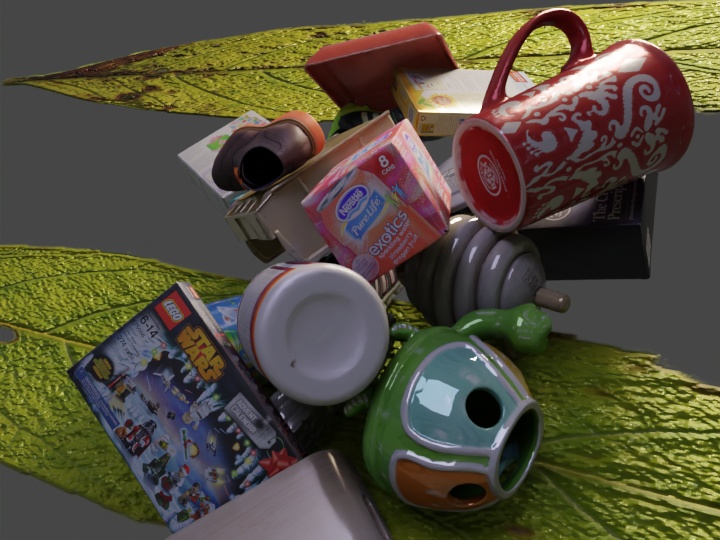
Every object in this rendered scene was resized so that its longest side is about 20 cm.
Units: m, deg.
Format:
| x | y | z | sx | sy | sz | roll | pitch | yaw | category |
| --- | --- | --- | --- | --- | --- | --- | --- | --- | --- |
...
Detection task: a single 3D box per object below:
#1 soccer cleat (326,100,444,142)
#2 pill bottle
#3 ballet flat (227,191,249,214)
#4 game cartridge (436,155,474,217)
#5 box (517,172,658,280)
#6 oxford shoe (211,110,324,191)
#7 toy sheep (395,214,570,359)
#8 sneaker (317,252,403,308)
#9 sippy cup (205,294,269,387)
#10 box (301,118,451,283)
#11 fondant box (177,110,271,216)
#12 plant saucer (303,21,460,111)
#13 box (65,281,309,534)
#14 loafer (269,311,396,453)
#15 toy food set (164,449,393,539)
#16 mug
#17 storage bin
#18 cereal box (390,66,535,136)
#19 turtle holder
| x | y | z | sx | sy | sz | roll | pitch | yaw | category |
| --- | --- | --- | --- | --- | --- | --- | --- | --- | --- |
| 0.038 | -0.196 | 1.152 | 0.197 | 0.068 | 0.082 | 10 | 65 | 38 | soccer cleat |
| -0.052 | 0.048 | 0.706 | 0.109 | 0.111 | 0.200 | -32 | 9 | -12 | pill bottle |
| -0.086 | -0.100 | 1.104 | 0.198 | 0.068 | 0.068 | -30 | 56 | 1 | ballet flat |
| 0.138 | -0.107 | 0.928 | 0.199 | 0.041 | 0.134 | -21 | 36 | 56 | game cartridge |
| 0.249 | -0.084 | 0.885 | 0.139 | 0.080 | 0.202 | -4 | 41 | 27 | box |
| -0.126 | -0.124 | 0.916 | 0.199 | 0.072 | 0.073 | -17 | 25 | 51 | oxford shoe |
| 0.117 | 0.012 | 0.791 | 0.197 | 0.139 | 0.138 | 11 | 48 | 37 | toy sheep |
| 0.000 | 0.000 | 0.904 | 0.073 | 0.088 | 0.201 | 1 | 43 | 29 | sneaker |
| -0.158 | 0.093 | 0.852 | 0.129 | 0.140 | 0.179 | -22 | 63 | -17 | sippy cup |
| 0.024 | -0.072 | 0.776 | 0.102 | 0.095 | 0.200 | -31 | 10 | 15 | box |
| -0.176 | -0.159 | 1.216 | 0.143 | 0.059 | 0.200 | -34 | 39 | -14 | fondant box |
| 0.042 | -0.287 | 1.153 | 0.196 | 0.199 | 0.037 | -9 | 76 | 18 | plant saucer |
| -0.158 | 0.132 | 0.737 | 0.136 | 0.201 | 0.040 | -37 | -6 | 4 | box |
| -0.040 | 0.110 | 0.808 | 0.069 | 0.071 | 0.200 | 27 | 60 | 36 | loafer |
| -0.067 | 0.257 | 0.666 | 0.198 | 0.061 | 0.144 | -29 | 49 | -5 | toy food set |
| 0.183 | -0.137 | 0.767 | 0.198 | 0.134 | 0.178 | -26 | 60 | -22 | mug |
| -0.049 | -0.090 | 0.971 | 0.197 | 0.095 | 0.200 | -36 | 13 | -15 | storage bin |
| 0.150 | -0.226 | 1.078 | 0.196 | 0.040 | 0.145 | 0 | 36 | -12 | cereal box |
| 0.090 | 0.119 | 0.681 | 0.130 | 0.144 | 0.184 | 14 | 29 | 39 | turtle holder |
